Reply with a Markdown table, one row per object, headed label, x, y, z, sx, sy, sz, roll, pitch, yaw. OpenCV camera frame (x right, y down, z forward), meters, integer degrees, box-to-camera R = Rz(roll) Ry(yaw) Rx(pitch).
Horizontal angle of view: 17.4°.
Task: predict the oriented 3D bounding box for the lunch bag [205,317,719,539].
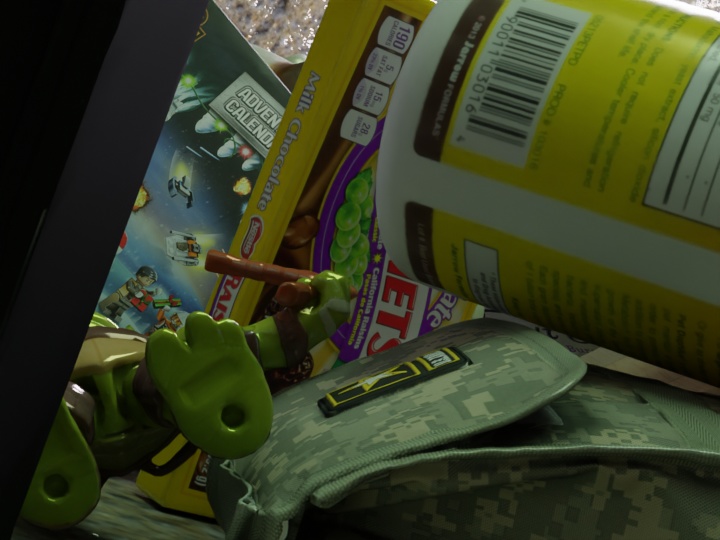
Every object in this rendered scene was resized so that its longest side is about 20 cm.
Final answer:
| label | x | y | z | sx | sy | sz | roll | pitch | yaw |
| --- | --- | --- | --- | --- | --- | --- | --- | --- | --- |
| lunch bag | 0.053 | 0.079 | 0.689 | 0.199 | 0.118 | 0.164 | 14 | 3 | -9 |

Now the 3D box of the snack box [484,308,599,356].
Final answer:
| label | x | y | z | sx | sy | sz | roll | pitch | yaw |
| --- | --- | --- | --- | --- | --- | --- | --- | --- | --- |
| snack box | 0.120 | 0.017 | 1.154 | 0.200 | 0.053 | 0.142 | 3 | -34 | 40 |

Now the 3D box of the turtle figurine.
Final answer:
| label | x | y | z | sx | sy | sz | roll | pitch | yaw |
| --- | --- | --- | --- | --- | --- | --- | --- | --- | --- |
| turtle figurine | -0.088 | 0.039 | 0.714 | 0.199 | 0.065 | 0.161 | -6 | 7 | -10 |

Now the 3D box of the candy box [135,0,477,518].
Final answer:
| label | x | y | z | sx | sy | sz | roll | pitch | yaw |
| --- | --- | --- | --- | --- | --- | --- | --- | --- | --- |
| candy box | 0.000 | 0.000 | 0.850 | 0.102 | 0.201 | 0.026 | 18 | 7 | -39 |

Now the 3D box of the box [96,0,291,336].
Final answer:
| label | x | y | z | sx | sy | sz | roll | pitch | yaw |
| --- | --- | --- | --- | --- | --- | --- | --- | --- | --- |
| box | -0.100 | -0.048 | 0.898 | 0.200 | 0.137 | 0.040 | 50 | -20 | 9 |

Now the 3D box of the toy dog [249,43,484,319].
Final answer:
| label | x | y | z | sx | sy | sz | roll | pitch | yaw |
| --- | --- | --- | --- | --- | --- | --- | --- | --- | --- |
| toy dog | -0.037 | -0.010 | 1.019 | 0.194 | 0.139 | 0.200 | -97 | 164 | -47 |

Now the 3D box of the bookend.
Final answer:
| label | x | y | z | sx | sy | sz | roll | pitch | yaw |
| --- | --- | --- | --- | --- | --- | --- | --- | --- | --- |
| bookend | -0.156 | -0.041 | 0.570 | 0.198 | 0.201 | 0.092 | 22 | 3 | 5 |

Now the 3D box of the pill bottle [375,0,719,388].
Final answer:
| label | x | y | z | sx | sy | sz | roll | pitch | yaw |
| --- | --- | --- | --- | --- | --- | --- | --- | --- | --- |
| pill bottle | 0.113 | -0.020 | 0.715 | 0.199 | 0.110 | 0.109 | 20 | 3 | 22 |

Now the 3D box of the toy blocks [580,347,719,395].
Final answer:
| label | x | y | z | sx | sy | sz | roll | pitch | yaw |
| --- | --- | --- | --- | --- | --- | --- | --- | --- | --- |
| toy blocks | 0.151 | 0.099 | 0.901 | 0.100 | 0.137 | 0.200 | -23 | 14 | -9 |
